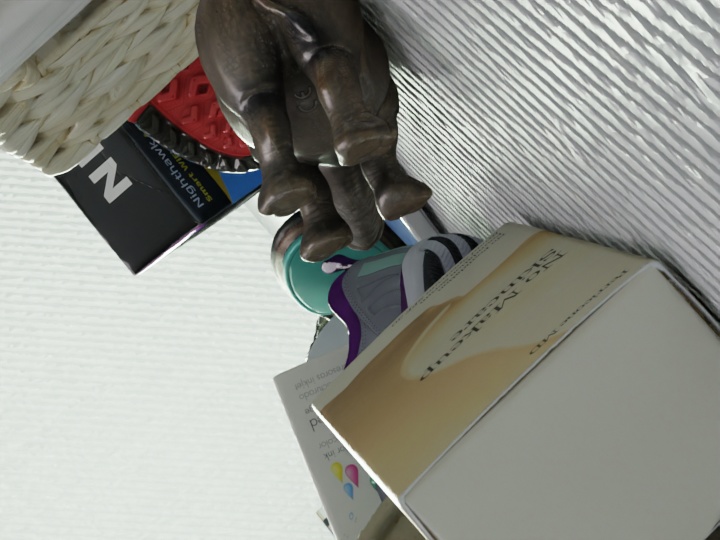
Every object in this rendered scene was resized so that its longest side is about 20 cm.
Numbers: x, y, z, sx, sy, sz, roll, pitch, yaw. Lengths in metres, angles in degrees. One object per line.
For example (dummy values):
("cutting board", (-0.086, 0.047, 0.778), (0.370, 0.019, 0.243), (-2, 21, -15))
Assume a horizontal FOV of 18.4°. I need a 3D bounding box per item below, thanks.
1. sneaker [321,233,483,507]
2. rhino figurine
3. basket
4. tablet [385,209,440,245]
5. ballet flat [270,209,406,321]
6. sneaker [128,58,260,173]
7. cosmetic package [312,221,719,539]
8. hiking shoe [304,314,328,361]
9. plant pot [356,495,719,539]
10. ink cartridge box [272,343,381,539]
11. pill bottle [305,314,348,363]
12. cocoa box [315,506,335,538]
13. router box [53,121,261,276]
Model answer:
("sneaker", (0.030, 0.086, 0.943), (0.087, 0.074, 0.200), (-5, 89, 46))
("rhino figurine", (-0.014, -0.053, 0.787), (0.200, 0.060, 0.088), (58, -171, -77))
("basket", (-0.148, -0.149, 0.863), (0.200, 0.136, 0.123), (48, 179, 25))
("tablet", (-0.019, -0.071, 1.110), (0.200, 0.014, 0.130), (47, 177, 43))
("ballet flat", (0.000, 0.000, 1.210), (0.200, 0.068, 0.068), (48, -160, -55))
("sneaker", (-0.091, -0.129, 1.052), (0.200, 0.079, 0.096), (52, -165, 14))
("cosmetic package", (0.053, 0.047, 0.705), (0.071, 0.105, 0.200), (48, 176, -8))
("hiking shoe", (-0.019, 0.060, 1.896), (0.076, 0.101, 0.200), (52, 176, -34))
("plant pot", (0.112, 0.171, 0.827), (0.183, 0.200, 0.200), (28, 162, 49))
("ink cartridge box", (0.052, 0.120, 0.990), (0.067, 0.116, 0.200), (67, 179, -78))
("pill bottle", (0.057, 0.101, 1.192), (0.200, 0.116, 0.116), (51, 176, -42))
("cocoa box", (0.069, 0.319, 2.916), (0.133, 0.200, 0.131), (51, 176, -25))
("router box", (-0.130, -0.105, 1.116), (0.200, 0.051, 0.149), (51, -155, -2))
